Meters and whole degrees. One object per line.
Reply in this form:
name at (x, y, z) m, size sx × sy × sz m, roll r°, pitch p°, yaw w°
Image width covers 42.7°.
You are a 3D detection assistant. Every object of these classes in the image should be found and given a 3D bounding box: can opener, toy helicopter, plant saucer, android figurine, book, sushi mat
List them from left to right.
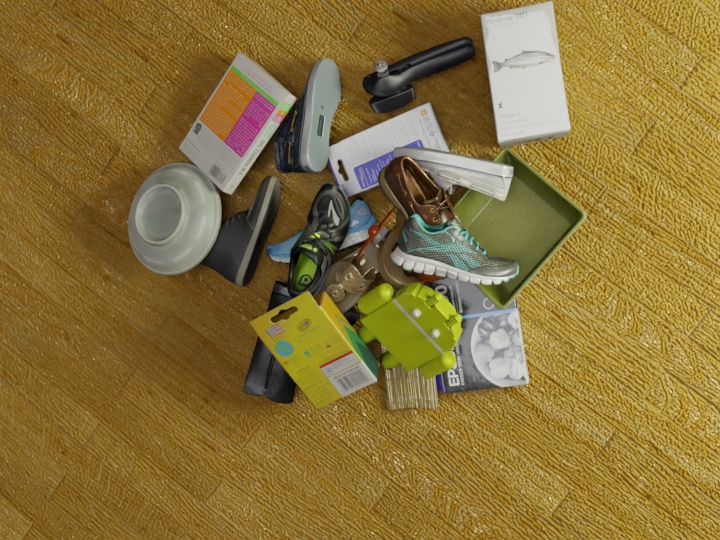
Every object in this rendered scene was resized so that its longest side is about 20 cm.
plant saucer at (-0.335, -0.094, 1.601) m, size 0.199 × 0.050 × 0.202 m, roll -4°, pitch 81°, yaw 25°
book at (-0.212, -0.250, 1.578) m, size 0.134 × 0.048 × 0.200 m, roll 43°, pitch 103°, yaw 27°
toy helicopter at (0.064, -0.067, 1.513) m, size 0.131 × 0.079 × 0.202 m, roll 15°, pitch 65°, yaw -23°
sushi mat at (0.079, 0.139, 1.566) m, size 0.095 × 0.012 × 0.202 m, roll -3°, pitch 96°, yaw 30°
android figurine at (0.082, 0.094, 1.489) m, size 0.182 × 0.041 × 0.200 m, roll 48°, pitch 135°, yaw -10°
can opener at (0.096, -0.337, 1.535) m, size 0.199 × 0.079 × 0.064 m, roll -27°, pitch 50°, yaw 8°
plant saucer at (0.241, -0.064, 1.491) m, size 0.200 × 0.048 × 0.200 m, roll -49°, pitch 54°, yaw 10°

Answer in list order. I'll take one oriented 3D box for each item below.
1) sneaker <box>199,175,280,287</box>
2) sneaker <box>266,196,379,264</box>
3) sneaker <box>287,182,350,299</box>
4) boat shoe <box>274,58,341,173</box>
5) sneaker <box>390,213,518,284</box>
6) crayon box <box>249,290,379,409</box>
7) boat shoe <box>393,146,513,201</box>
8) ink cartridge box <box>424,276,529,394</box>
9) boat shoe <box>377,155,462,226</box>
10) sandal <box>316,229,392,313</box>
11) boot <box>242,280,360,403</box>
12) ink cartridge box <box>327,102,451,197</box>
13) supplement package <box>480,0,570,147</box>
sneaker at (-0.214, -0.082, 1.596) m, size 0.106 × 0.075 × 0.201 m, roll 23°, pitch 99°, yaw 9°
sneaker at (-0.069, -0.068, 1.571) m, size 0.199 × 0.078 × 0.091 m, roll -19°, pitch 88°, yaw 5°
sneaker at (-0.068, -0.042, 1.489) m, size 0.070 × 0.083 × 0.201 m, roll 21°, pitch 93°, yaw 4°
boat shoe at (-0.096, -0.262, 1.565) m, size 0.090 × 0.071 × 0.202 m, roll 0°, pitch 75°, yaw 40°
sneaker at (0.149, -0.034, 1.414) m, size 0.198 × 0.078 × 0.092 m, roll 10°, pitch 105°, yaw 0°
crayon box at (-0.074, 0.122, 1.517) m, size 0.126 × 0.051 × 0.201 m, roll -27°, pitch 113°, yaw 21°
boat shoe at (0.146, -0.157, 1.493) m, size 0.198 × 0.072 × 0.066 m, roll 12°, pitch 101°, yaw 9°
ink cartridge box at (0.170, 0.103, 1.550) m, size 0.198 × 0.043 × 0.200 m, roll -9°, pitch 92°, yaw 13°
boat shoe at (0.109, -0.096, 1.464) m, size 0.072 × 0.068 × 0.200 m, roll -39°, pitch 90°, yaw -33°
sandal at (-0.004, -0.004, 1.526) m, size 0.211 × 0.070 × 0.078 m, roll -39°, pitch 77°, yaw -11°
boot at (-0.104, 0.138, 1.593) m, size 0.164 × 0.066 × 0.201 m, roll 19°, pitch 96°, yaw 11°
ink cartridge box at (0.045, -0.201, 1.558) m, size 0.199 × 0.037 × 0.095 m, roll -22°, pitch 90°, yaw 9°
supplement package at (0.262, -0.307, 1.467) m, size 0.116 × 0.117 × 0.202 m, roll -9°, pitch 92°, yaw 12°
